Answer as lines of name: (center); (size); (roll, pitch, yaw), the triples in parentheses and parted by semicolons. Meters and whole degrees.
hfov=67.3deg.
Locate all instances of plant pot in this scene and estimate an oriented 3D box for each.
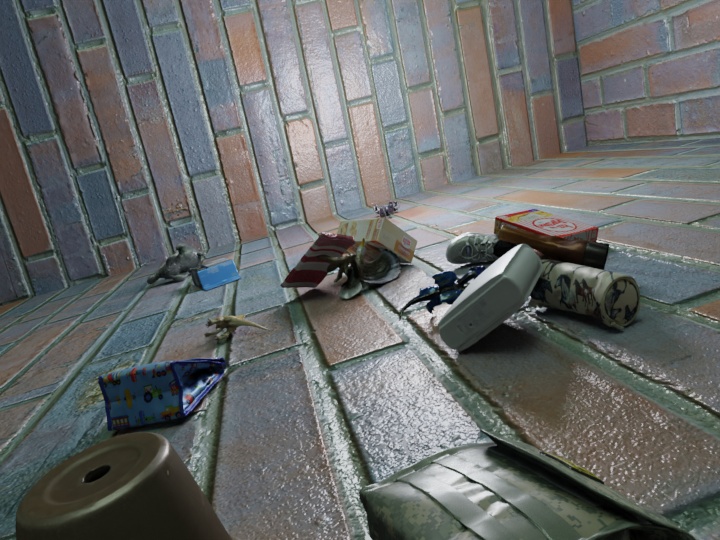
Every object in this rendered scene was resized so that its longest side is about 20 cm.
plant pot: (-0.184, 0.237, 0.425); (0.193, 0.181, 0.201); (-13, 13, 3)

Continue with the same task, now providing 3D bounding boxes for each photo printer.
photo printer: (0.227, 0.038, 0.923); (0.166, 0.070, 0.199); (-45, -6, 34)

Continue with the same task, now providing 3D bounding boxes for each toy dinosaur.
toy dinosaur: (-0.309, 0.125, 1.283); (0.195, 0.060, 0.100); (-1, 16, 43)

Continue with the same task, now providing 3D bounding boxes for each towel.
towel: (-0.112, -0.021, 1.447); (0.201, 0.023, 0.142); (-48, -26, 25)

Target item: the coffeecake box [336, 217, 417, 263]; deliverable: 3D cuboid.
coffeecake box: (0.043, -0.084, 1.575); (0.151, 0.076, 0.196); (30, -18, -38)

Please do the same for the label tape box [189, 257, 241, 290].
label tape box: (-0.531, 0.009, 1.980); (0.141, 0.066, 0.198); (-21, 14, -27)

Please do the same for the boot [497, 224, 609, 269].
boot: (0.370, -0.037, 1.044); (0.194, 0.071, 0.187); (15, 11, 26)

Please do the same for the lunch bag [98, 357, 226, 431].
lunch bag: (-0.342, 0.202, 0.980); (0.145, 0.098, 0.200); (-12, 0, 10)

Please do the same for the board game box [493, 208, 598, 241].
board game box: (0.445, -0.095, 1.308); (0.147, 0.048, 0.198); (-13, 25, -30)

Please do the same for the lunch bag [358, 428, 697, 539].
lunch bag: (0.123, 0.200, 0.400); (0.194, 0.123, 0.163); (-13, 11, -26)

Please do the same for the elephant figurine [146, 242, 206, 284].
elephant figurine: (-0.755, -0.011, 2.219); (0.140, 0.158, 0.200); (35, 43, 11)

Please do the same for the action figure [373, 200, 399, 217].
action figure: (0.124, -0.289, 2.533); (0.126, 0.072, 0.200); (-18, 10, 5)

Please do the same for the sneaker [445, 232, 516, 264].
sneaker: (0.310, -0.059, 1.360); (0.192, 0.078, 0.082); (-13, 11, 2)

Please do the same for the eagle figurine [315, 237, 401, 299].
eagle figurine: (0.003, -0.007, 1.425); (0.152, 0.152, 0.198); (48, 15, 31)

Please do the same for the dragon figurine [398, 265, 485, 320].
dragon figurine: (0.163, 0.039, 1.060); (0.193, 0.061, 0.100); (-11, -18, -23)

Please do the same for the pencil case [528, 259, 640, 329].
pencil case: (0.366, 0.037, 0.904); (0.075, 0.093, 0.199); (13, 3, -23)
